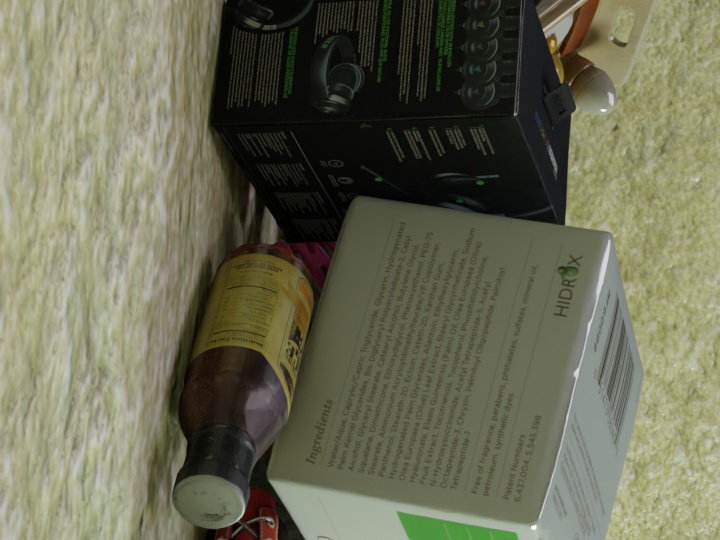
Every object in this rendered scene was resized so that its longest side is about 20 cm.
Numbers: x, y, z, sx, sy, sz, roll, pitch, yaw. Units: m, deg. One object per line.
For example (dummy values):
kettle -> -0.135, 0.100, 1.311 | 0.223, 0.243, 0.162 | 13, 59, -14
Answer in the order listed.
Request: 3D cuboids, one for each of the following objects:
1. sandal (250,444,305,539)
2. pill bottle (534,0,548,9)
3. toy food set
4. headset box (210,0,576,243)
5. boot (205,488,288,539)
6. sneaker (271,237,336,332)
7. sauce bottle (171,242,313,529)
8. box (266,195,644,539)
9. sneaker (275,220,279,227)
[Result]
sandal -> -0.041, 0.138, 1.448 | 0.050, 0.082, 0.203 | 62, 38, -41
pill bottle -> 0.064, -0.225, 1.645 | 0.112, 0.200, 0.112 | -49, 170, -12
toy food set -> 0.129, -0.123, 1.567 | 0.200, 0.060, 0.144 | -39, 163, -23
headset box -> 0.031, -0.094, 1.353 | 0.174, 0.200, 0.093 | 57, 35, -62
boot -> -0.072, 0.188, 1.268 | 0.200, 0.072, 0.144 | 99, -4, -72
sneaker -> 0.000, 0.000, 1.488 | 0.200, 0.074, 0.087 | -29, 152, -30
sauce bottle -> -0.069, 0.065, 1.248 | 0.200, 0.066, 0.066 | -78, 169, -50
box -> 0.066, 0.092, 1.358 | 0.199, 0.171, 0.200 | 66, 37, -59
sneaker -> 0.010, -0.121, 1.515 | 0.077, 0.146, 0.203 | 81, 15, -68
